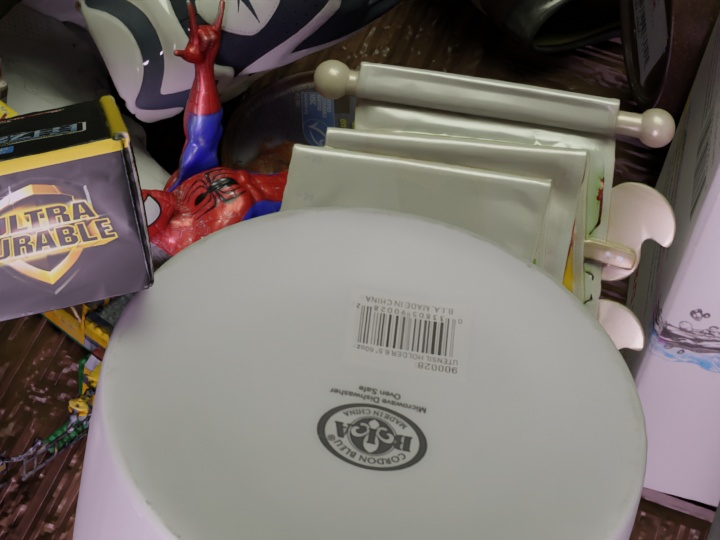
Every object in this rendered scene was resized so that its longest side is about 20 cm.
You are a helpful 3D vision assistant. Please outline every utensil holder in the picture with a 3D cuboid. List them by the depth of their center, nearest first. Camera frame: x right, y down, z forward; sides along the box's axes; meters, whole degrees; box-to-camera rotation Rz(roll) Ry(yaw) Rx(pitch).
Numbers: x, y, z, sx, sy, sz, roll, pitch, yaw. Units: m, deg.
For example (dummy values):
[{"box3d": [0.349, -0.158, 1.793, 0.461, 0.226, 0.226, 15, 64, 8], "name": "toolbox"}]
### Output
[{"box3d": [-0.010, 0.105, 0.753, 0.170, 0.200, 0.170, 6, 47, -6], "name": "utensil holder"}]

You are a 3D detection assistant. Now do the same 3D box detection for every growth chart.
[{"box3d": [0.025, 0.023, 0.864, 0.145, 0.200, 0.018, 17, 12, -2], "name": "growth chart"}]

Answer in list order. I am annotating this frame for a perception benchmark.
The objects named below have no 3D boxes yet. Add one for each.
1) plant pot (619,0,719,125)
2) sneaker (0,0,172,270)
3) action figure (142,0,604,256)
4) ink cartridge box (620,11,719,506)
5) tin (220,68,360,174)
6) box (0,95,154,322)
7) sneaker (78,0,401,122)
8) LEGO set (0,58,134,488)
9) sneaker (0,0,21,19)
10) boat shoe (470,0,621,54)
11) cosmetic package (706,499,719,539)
[{"box3d": [0.215, -0.112, 1.023, 0.200, 0.187, 0.187, -2, 48, -6], "name": "plant pot"}, {"box3d": [-0.113, -0.074, 0.988, 0.200, 0.074, 0.116, 33, 53, 21], "name": "sneaker"}, {"box3d": [-0.001, -0.046, 0.905, 0.200, 0.099, 0.065, -9, 41, -27], "name": "action figure"}, {"box3d": [0.188, -0.019, 0.910, 0.144, 0.200, 0.147, 15, 46, 0], "name": "ink cartridge box"}, {"box3d": [0.000, 0.000, 0.967, 0.112, 0.042, 0.200, 2, 46, -5], "name": "tin"}, {"box3d": [-0.165, -0.006, 0.738, 0.200, 0.049, 0.160, -12, 11, -5], "name": "box"}, {"box3d": [-0.027, -0.123, 0.977, 0.129, 0.080, 0.199, -23, 3, 12], "name": "sneaker"}, {"box3d": [-0.156, 0.010, 0.868, 0.200, 0.116, 0.154, -29, 58, -32], "name": "LEGO set"}, {"box3d": [-0.151, -0.133, 0.955, 0.067, 0.090, 0.200, 44, 18, -7], "name": "sneaker"}, {"box3d": [0.146, -0.139, 1.109, 0.201, 0.072, 0.066, -16, 57, -18], "name": "boat shoe"}, {"box3d": [0.148, 0.115, 0.788, 0.090, 0.107, 0.200, 21, 77, 7], "name": "cosmetic package"}]
